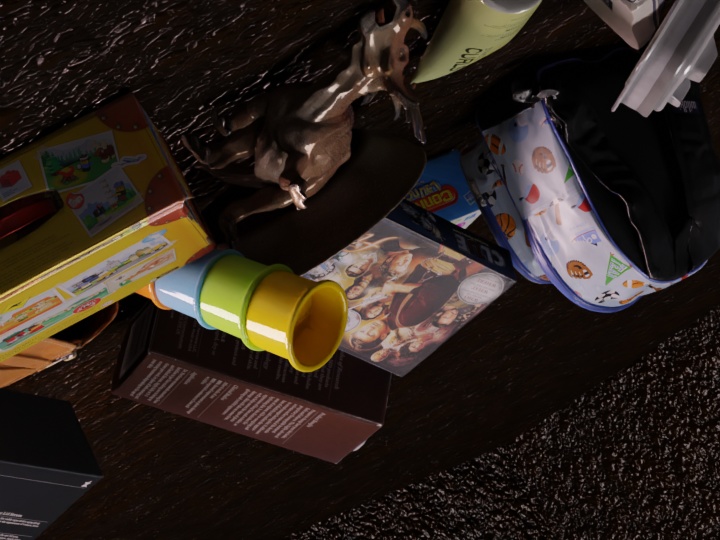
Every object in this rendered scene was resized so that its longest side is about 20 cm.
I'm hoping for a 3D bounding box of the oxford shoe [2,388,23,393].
[{"bbox_3d":[-0.345,0.143,1.876,0.200,0.075,0.058,-28,148,12],"label":"oxford shoe"}]

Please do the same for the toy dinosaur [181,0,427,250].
[{"bbox_3d":[-0.029,-0.086,1.549,0.135,0.086,0.200,-30,177,-30],"label":"toy dinosaur"}]

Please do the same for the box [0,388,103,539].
[{"bbox_3d":[-0.311,0.151,1.767,0.141,0.079,0.200,-40,148,24],"label":"box"}]

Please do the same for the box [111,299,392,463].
[{"bbox_3d":[-0.084,0.081,1.928,0.200,0.075,0.100,20,151,-15],"label":"box"}]

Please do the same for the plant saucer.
[{"bbox_3d":[-0.050,-0.042,1.644,0.200,0.037,0.200,-29,-162,10],"label":"plant saucer"}]

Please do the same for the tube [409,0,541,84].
[{"bbox_3d":[0.080,-0.161,1.558,0.058,0.052,0.200,14,168,-5],"label":"tube"}]

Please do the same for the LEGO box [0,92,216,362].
[{"bbox_3d":[-0.198,-0.013,1.462,0.200,0.077,0.149,-28,169,-1],"label":"LEGO box"}]

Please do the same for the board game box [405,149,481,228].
[{"bbox_3d":[-0.022,-0.007,1.996,0.196,0.056,0.200,-23,168,-28],"label":"board game box"}]

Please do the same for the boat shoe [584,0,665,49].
[{"bbox_3d":[0.189,-0.204,1.573,0.093,0.075,0.200,-45,180,2],"label":"boat shoe"}]

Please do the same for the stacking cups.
[{"bbox_3d":[-0.104,0.011,1.554,0.200,0.061,0.060,17,-161,34],"label":"stacking cups"}]

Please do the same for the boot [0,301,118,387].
[{"bbox_3d":[-0.262,0.065,1.584,0.155,0.077,0.200,-17,-176,41],"label":"boot"}]

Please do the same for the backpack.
[{"bbox_3d":[0.183,-0.063,1.886,0.200,0.191,0.154,-18,166,-46],"label":"backpack"}]

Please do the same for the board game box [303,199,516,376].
[{"bbox_3d":[0.000,0.000,1.833,0.200,0.035,0.135,25,128,-34],"label":"board game box"}]

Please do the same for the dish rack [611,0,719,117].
[{"bbox_3d":[0.235,-0.179,1.631,0.172,0.044,0.200,-58,177,-3],"label":"dish rack"}]
